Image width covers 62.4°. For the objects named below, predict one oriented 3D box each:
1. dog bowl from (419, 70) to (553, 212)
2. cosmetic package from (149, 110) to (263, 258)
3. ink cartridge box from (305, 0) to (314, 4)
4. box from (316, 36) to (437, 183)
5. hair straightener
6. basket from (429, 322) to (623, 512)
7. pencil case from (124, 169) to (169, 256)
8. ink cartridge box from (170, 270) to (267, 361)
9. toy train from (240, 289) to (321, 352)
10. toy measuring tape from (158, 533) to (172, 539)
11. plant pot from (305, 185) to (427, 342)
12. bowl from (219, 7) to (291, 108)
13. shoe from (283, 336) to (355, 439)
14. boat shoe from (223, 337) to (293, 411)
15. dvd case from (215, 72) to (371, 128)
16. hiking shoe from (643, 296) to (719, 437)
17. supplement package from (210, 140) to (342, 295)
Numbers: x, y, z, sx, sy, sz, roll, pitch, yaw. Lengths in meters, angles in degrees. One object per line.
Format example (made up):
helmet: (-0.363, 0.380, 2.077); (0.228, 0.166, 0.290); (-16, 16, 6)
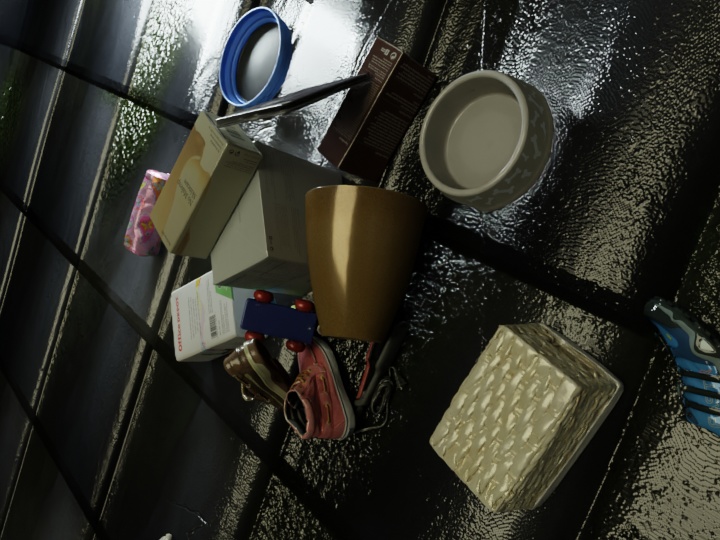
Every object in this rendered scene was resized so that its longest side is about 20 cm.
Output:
dog bowl: (0.169, -0.188, 0.846); (0.198, 0.058, 0.204); (-8, 77, 40)
cosmetic package: (-0.244, -0.130, 0.925); (0.105, 0.071, 0.201); (48, 114, 35)
ink cartridge box: (-0.132, -0.642, 1.161); (0.147, 0.084, 0.201); (-53, 53, 21)
box: (0.025, -0.252, 0.955); (0.075, 0.099, 0.202); (43, 110, 37)
hair straightener: (0.031, 0.169, 0.922); (0.077, 0.041, 0.203); (30, 103, 40)
basket: (0.195, 0.177, 0.723); (0.135, 0.122, 0.202); (41, 110, 38)
pencil case: (-0.491, -0.132, 1.401); (0.087, 0.087, 0.203); (28, 102, 40)
ink cartridge box: (-0.284, 0.087, 1.182); (0.198, 0.083, 0.147); (-24, 68, 36)
toy train: (-0.102, 0.088, 1.024); (0.116, 0.196, 0.086); (-147, 70, -81)
toy measuring tape: (-0.461, 0.647, 1.276); (0.199, 0.073, 0.074); (-40, 58, 9)
plant pot: (0.000, 0.000, 0.874); (0.184, 0.185, 0.204); (-2, 80, 40)
bowl: (-0.215, -0.431, 1.222); (0.198, 0.039, 0.205); (-8, 78, 40)
shoe: (-0.084, 0.186, 0.971); (0.072, 0.090, 0.201); (-56, 43, 30)
boat shoe: (-0.164, 0.185, 0.989); (0.074, 0.204, 0.075); (-28, 46, -2)
dvd case: (-0.096, -0.252, 0.879); (0.147, 0.199, 0.016); (2, 117, 40)
hiking shoe: (0.358, 0.118, 0.621); (0.087, 0.074, 0.201); (-47, 56, 24)
supplement package: (-0.136, -0.076, 1.001); (0.146, 0.198, 0.195); (-22, 69, 37)
